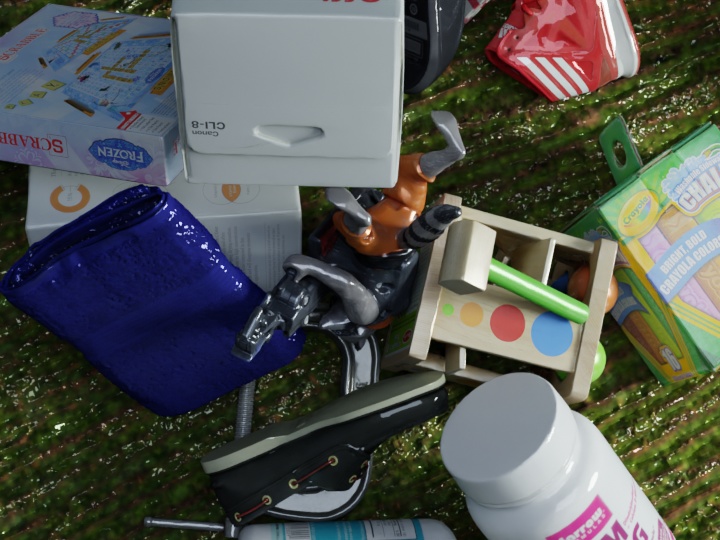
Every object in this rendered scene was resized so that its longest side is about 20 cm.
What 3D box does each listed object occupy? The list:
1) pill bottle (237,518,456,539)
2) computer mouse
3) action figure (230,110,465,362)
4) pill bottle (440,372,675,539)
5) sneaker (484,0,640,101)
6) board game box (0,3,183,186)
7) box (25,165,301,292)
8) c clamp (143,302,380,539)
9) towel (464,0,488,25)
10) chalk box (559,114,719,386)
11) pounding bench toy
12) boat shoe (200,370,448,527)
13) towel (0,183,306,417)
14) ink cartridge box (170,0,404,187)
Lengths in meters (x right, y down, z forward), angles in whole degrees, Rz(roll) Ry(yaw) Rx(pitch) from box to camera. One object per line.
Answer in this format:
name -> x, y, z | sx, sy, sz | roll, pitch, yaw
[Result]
pill bottle -> 0.007, 0.244, 1.069 | 0.198, 0.111, 0.112 | -1, 81, -5
computer mouse -> 0.054, -0.239, 1.136 | 0.053, 0.201, 0.138 | -23, 41, -36
action figure -> 0.000, 0.000, 1.021 | 0.104, 0.194, 0.200 | 31, 56, 11
pill bottle -> 0.147, 0.173, 1.045 | 0.113, 0.113, 0.200 | -46, 124, -10
sneaker -> 0.146, -0.232, 1.161 | 0.115, 0.078, 0.201 | -25, 99, -6
board game box -> -0.192, -0.136, 1.057 | 0.198, 0.200, 0.041 | 10, 123, 17
box -> -0.148, -0.054, 1.088 | 0.198, 0.098, 0.125 | -3, 51, -5
c clamp -> -0.069, 0.118, 1.125 | 0.170, 0.027, 0.201 | 11, 80, -3
towel -> 0.085, -0.296, 1.133 | 0.023, 0.200, 0.144 | -32, 85, -43
chalk box -> 0.246, -0.028, 1.128 | 0.123, 0.124, 0.200 | -35, 84, -10
pounding bench toy -> 0.118, 0.025, 1.065 | 0.155, 0.200, 0.125 | 15, 79, -6
boat shoe -> -0.020, 0.132, 1.064 | 0.200, 0.074, 0.063 | -25, 93, 13
towel -> -0.148, 0.024, 1.045 | 0.147, 0.200, 0.050 | -25, 46, 17
ink cartridge box -> -0.044, -0.173, 0.945 | 0.144, 0.145, 0.201 | 0, 49, -1
